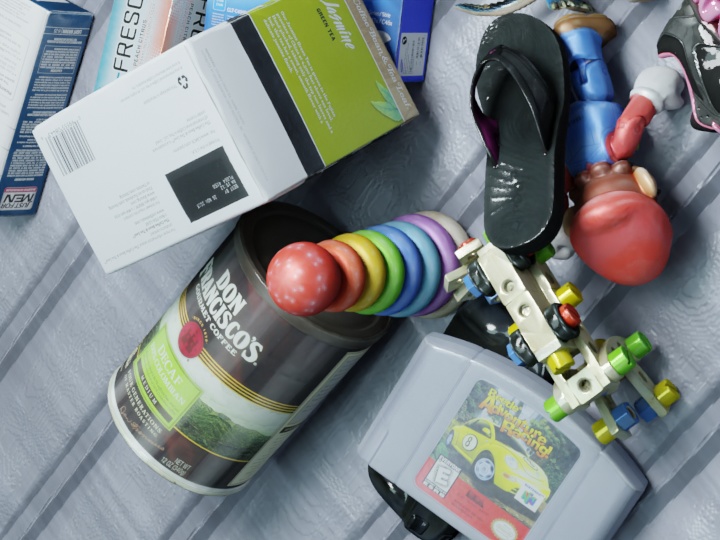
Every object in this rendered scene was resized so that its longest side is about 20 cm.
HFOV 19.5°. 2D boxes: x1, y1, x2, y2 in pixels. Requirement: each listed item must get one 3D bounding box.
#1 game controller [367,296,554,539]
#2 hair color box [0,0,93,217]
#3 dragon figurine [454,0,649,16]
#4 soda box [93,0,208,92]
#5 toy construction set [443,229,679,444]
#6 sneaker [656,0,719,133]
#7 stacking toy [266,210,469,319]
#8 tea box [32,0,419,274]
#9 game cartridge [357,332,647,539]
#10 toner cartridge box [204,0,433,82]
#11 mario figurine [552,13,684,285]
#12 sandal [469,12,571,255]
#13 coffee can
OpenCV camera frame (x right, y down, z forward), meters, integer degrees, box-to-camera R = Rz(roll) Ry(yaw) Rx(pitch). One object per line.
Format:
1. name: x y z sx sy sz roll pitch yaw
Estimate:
1. game controller: 0.076 0.116 1.641 0.104 0.042 0.200 51 121 39
2. hair color box: -0.320 -0.159 1.898 0.100 0.061 0.200 31 111 32
3. dragon figurine: 0.163 -0.241 1.531 0.200 0.059 0.099 -7 89 36
4. soda box: -0.169 -0.198 1.767 0.068 0.064 0.200 17 95 35
5. toy construction set: 0.137 0.034 1.526 0.200 0.131 0.092 45 107 26
6. sneaker: 0.274 -0.117 1.455 0.095 0.079 0.200 -51 57 35
7. stacking toy: 0.000 0.000 1.582 0.085 0.200 0.085 3 94 37
8. tea box: -0.103 -0.114 1.613 0.200 0.197 0.134 -22 97 43
9. game cartridge: 0.108 0.141 1.580 0.200 0.041 0.133 34 110 11
10. toner cartridge box: -0.035 -0.213 1.692 0.200 0.043 0.095 14 101 35
11. mario figurine: 0.181 -0.081 1.535 0.123 0.106 0.200 116 142 -64
12. sandal: 0.110 -0.108 1.488 0.075 0.048 0.201 -22 53 30
13. coffee can: -0.090 0.064 1.688 0.200 0.146 0.146 -49 65 29
